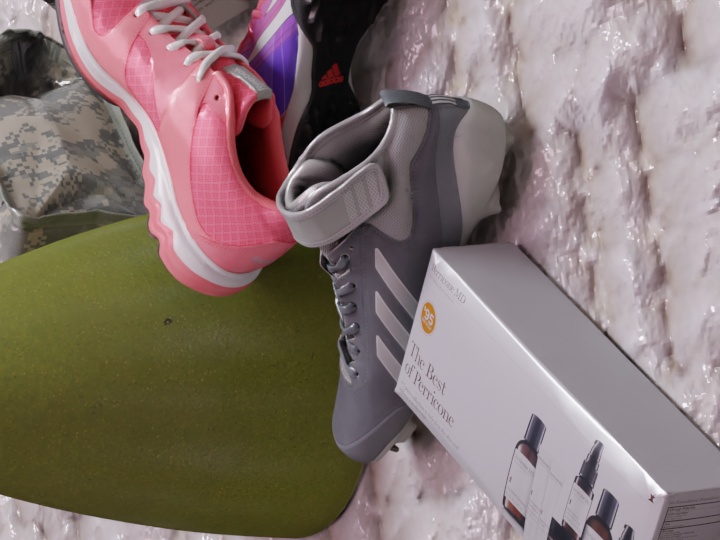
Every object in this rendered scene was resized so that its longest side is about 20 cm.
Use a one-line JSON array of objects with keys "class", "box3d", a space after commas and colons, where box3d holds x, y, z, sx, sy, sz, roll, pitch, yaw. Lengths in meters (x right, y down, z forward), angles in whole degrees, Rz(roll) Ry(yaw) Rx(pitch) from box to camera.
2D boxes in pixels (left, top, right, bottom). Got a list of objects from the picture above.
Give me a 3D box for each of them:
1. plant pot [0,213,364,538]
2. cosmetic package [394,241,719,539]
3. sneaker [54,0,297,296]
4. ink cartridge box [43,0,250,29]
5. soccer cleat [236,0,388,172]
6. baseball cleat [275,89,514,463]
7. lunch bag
[{"class": "plant pot", "box3d": [-0.125, 0.054, 1.508, 0.187, 0.200, 0.187, 9, 100, 58]}, {"class": "cosmetic package", "box3d": [0.089, 0.073, 1.304, 0.200, 0.051, 0.083, 47, 130, 46]}, {"class": "sneaker", "box3d": [-0.078, -0.092, 1.438, 0.087, 0.074, 0.200, -26, 88, 44]}, {"class": "ink cartridge box", "box3d": [-0.154, -0.213, 1.527, 0.084, 0.200, 0.146, -30, 58, 12]}, {"class": "soccer cleat", "box3d": [-0.031, -0.122, 1.458, 0.073, 0.068, 0.200, 29, 122, 37]}, {"class": "baseball cleat", "box3d": [0.000, 0.000, 1.390, 0.070, 0.106, 0.200, -119, 43, -57]}, {"class": "lunch bag", "box3d": [-0.199, -0.025, 1.706, 0.200, 0.118, 0.164, 59, 139, 46]}]
